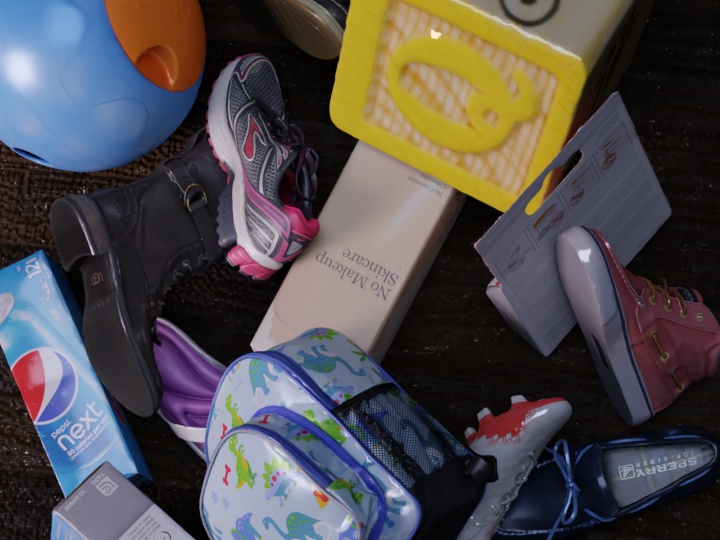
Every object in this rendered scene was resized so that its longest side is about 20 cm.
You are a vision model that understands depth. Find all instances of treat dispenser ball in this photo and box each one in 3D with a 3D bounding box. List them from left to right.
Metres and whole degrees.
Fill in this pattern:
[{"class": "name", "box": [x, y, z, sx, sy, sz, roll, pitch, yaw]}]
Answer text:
[{"class": "treat dispenser ball", "box": [-0.223, -0.180, 1.558, 0.199, 0.201, 0.203, -1, 78, 5]}]

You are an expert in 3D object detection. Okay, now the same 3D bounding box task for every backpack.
[{"class": "backpack", "box": [-0.031, 0.152, 1.435, 0.146, 0.184, 0.200, -20, 56, -41]}]

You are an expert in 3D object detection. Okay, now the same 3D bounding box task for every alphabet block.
[{"class": "alphabet block", "box": [0.111, -0.196, 1.501, 0.194, 0.197, 0.200, 27, 55, 12]}]

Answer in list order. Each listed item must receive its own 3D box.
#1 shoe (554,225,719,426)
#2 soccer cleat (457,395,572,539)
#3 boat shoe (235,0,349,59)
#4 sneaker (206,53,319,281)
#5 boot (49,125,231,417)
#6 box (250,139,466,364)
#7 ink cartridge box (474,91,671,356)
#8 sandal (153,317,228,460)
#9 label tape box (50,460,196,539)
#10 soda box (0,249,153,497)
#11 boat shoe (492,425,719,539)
[{"class": "shoe", "box": [0.216, 0.027, 1.491, 0.091, 0.201, 0.072, -29, 39, -6]}, {"class": "soccer cleat", "box": [0.092, 0.170, 1.492, 0.200, 0.068, 0.086, -38, 61, 24]}, {"class": "boat shoe", "box": [-0.048, -0.225, 1.571, 0.066, 0.201, 0.072, -39, 118, -10]}, {"class": "sneaker", "box": [-0.069, -0.090, 1.563, 0.074, 0.080, 0.201, -31, 53, 32]}, {"class": "boot", "box": [-0.144, -0.002, 1.552, 0.173, 0.069, 0.202, -22, 98, -39]}, {"class": "box", "box": [0.000, 0.000, 1.561, 0.094, 0.078, 0.201, 25, 81, 10]}, {"class": "ink cartridge box", "box": [0.154, -0.041, 1.494, 0.161, 0.200, 0.050, -48, 55, -6]}, {"class": "sandal", "box": [-0.120, 0.108, 1.564, 0.202, 0.050, 0.083, 31, 83, 10]}, {"class": "label tape box", "box": [-0.147, 0.257, 1.483, 0.200, 0.145, 0.063, 40, 60, 12]}, {"class": "soda box", "box": [-0.238, 0.090, 1.570, 0.064, 0.068, 0.201, -26, 77, -1]}, {"class": "boat shoe", "box": [0.186, 0.157, 1.514, 0.199, 0.069, 0.085, -23, 77, 3]}]
